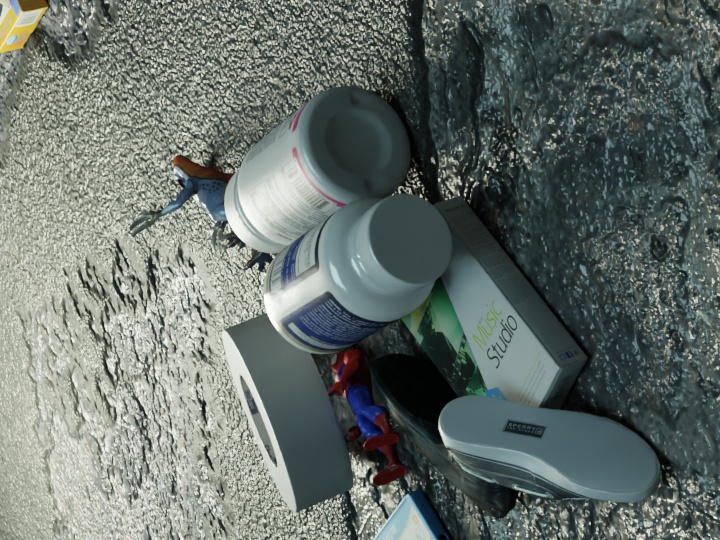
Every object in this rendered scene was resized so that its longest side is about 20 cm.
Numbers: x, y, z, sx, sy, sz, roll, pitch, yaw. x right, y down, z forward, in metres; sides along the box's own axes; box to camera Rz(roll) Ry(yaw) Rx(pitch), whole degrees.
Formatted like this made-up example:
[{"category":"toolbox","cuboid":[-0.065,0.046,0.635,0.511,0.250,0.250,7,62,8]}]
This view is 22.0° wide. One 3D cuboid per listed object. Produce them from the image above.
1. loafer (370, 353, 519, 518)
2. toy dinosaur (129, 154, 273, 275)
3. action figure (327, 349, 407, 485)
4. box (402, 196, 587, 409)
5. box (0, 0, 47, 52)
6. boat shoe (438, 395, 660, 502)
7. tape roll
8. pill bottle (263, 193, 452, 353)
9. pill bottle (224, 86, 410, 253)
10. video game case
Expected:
[{"category":"loafer","cuboid":[0.074,0.152,1.716,0.200,0.073,0.072,46,144,39]},{"category":"toy dinosaur","cuboid":[-0.141,-0.079,1.969,0.200,0.105,0.182,-41,50,18]},{"category":"action figure","cuboid":[0.000,0.130,1.797,0.200,0.052,0.065,-111,1,-62]},{"category":"box","cuboid":[0.110,0.053,1.640,0.200,0.036,0.144,55,145,29]},{"category":"box","cuboid":[-0.457,-0.386,2.311,0.200,0.041,0.119,65,148,8]},{"category":"boat shoe","cuboid":[0.160,0.162,1.558,0.200,0.072,0.068,11,141,27]},{"category":"tape roll","cuboid":[-0.074,0.142,1.884,0.200,0.066,0.200,158,90,-81]},{"category":"pill bottle","cuboid":[0.000,0.000,1.648,0.200,0.111,0.111,-31,78,60]},{"category":"pill bottle","cuboid":[-0.046,-0.088,1.740,0.200,0.113,0.113,-30,80,58]},{"category":"video game case","cuboid":[0.079,0.334,1.848,0.200,0.018,0.143,59,147,21]}]
